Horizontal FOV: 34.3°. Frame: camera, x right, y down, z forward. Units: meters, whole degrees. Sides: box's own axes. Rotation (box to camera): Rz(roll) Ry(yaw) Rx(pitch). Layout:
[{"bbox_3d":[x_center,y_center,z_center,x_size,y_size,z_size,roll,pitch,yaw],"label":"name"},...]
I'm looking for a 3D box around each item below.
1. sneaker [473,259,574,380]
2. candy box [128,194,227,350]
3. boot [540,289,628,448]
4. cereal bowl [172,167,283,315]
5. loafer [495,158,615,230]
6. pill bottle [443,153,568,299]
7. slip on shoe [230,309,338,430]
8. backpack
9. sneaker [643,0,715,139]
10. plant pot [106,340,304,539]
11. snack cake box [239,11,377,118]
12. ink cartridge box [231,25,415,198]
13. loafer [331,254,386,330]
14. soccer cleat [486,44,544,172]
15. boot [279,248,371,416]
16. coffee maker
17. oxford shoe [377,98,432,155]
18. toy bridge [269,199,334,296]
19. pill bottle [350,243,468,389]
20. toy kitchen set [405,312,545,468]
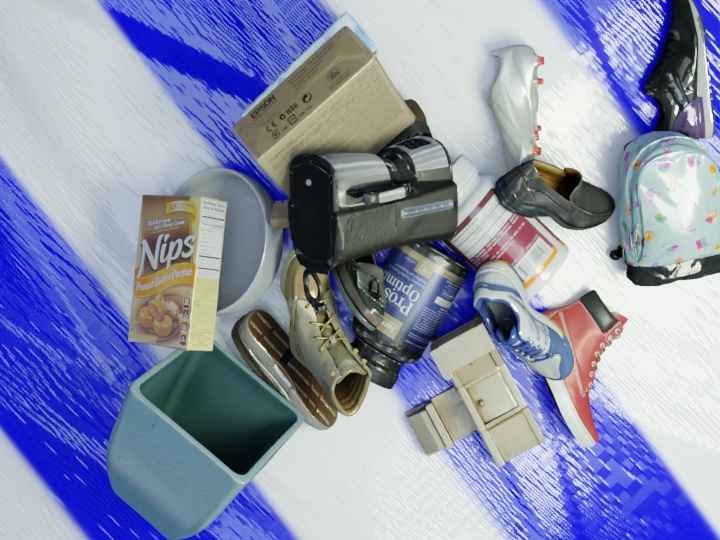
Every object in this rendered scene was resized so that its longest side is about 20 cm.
[{"bbox_3d":[0.209,0.085,1.550,0.075,0.088,0.200,-29,111,35],"label":"sneaker"},{"bbox_3d":[-0.246,0.002,1.567,0.114,0.055,0.203,4,88,35],"label":"candy box"},{"bbox_3d":[0.328,0.137,1.641,0.143,0.072,0.202,-23,91,2],"label":"boot"},{"bbox_3d":[-0.182,-0.037,1.610,0.198,0.083,0.203,-4,84,34],"label":"cereal bowl"},{"bbox_3d":[0.278,-0.104,1.578,0.198,0.072,0.074,5,56,-35],"label":"loafer"},{"bbox_3d":[0.179,-0.057,1.604,0.200,0.114,0.114,44,94,-2],"label":"pill bottle"},{"bbox_3d":[-0.110,0.147,1.658,0.200,0.076,0.060,49,134,-11],"label":"slip on shoe"},{"bbox_3d":[0.425,-0.088,1.580,0.165,0.127,0.203,-12,107,-3],"label":"backpack"},{"bbox_3d":[0.430,-0.276,1.602,0.086,0.076,0.203,-8,95,8],"label":"sneaker"},{"bbox_3d":[-0.232,0.246,1.597,0.196,0.196,0.201,38,120,6],"label":"plant pot"},{"bbox_3d":[-0.068,-0.255,1.591,0.200,0.115,0.067,-44,93,4],"label":"snack cake box"},{"bbox_3d":[-0.045,-0.190,1.511,0.200,0.165,0.075,-41,60,1],"label":"ink cartridge box"},{"bbox_3d":[0.000,0.000,1.574,0.063,0.201,0.072,-39,125,11],"label":"loafer"},{"bbox_3d":[0.212,-0.210,1.619,0.077,0.069,0.203,3,94,16],"label":"soccer cleat"},{"bbox_3d":[-0.045,0.079,1.542,0.072,0.156,0.202,-16,129,-21],"label":"boot"},{"bbox_3d":[0.015,-0.070,1.502,0.198,0.135,0.194,-11,131,-33],"label":"coffee maker"},{"bbox_3d":[-0.002,-0.183,1.629,0.198,0.073,0.085,-19,71,5],"label":"oxford shoe"},{"bbox_3d":[-0.075,-0.027,1.600,0.027,0.068,0.201,-6,139,17],"label":"toy bridge"},{"bbox_3d":[0.057,0.057,1.617,0.111,0.112,0.202,30,95,-1],"label":"pill bottle"},{"bbox_3d":[0.140,0.191,1.592,0.162,0.180,0.202,-29,90,5],"label":"toy kitchen set"}]
